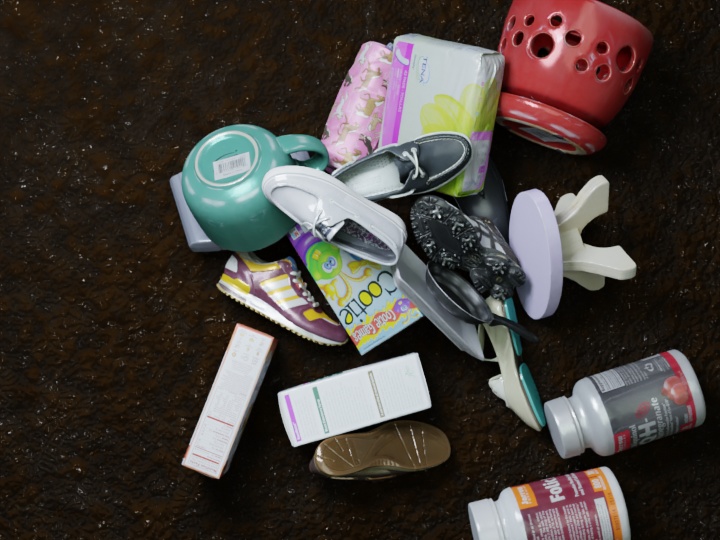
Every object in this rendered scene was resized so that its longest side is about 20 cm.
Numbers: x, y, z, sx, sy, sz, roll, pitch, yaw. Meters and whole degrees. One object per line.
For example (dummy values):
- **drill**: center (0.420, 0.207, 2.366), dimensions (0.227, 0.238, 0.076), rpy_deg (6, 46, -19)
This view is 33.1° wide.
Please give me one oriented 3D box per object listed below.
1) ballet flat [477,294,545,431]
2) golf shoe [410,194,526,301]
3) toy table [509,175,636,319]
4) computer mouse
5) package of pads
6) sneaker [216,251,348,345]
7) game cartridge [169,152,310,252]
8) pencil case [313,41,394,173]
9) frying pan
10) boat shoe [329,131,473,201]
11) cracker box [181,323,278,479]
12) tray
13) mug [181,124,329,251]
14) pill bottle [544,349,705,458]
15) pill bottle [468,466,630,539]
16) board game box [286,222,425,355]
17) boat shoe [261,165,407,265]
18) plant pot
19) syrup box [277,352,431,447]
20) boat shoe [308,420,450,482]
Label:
- **ballet flat**: center (0.203, 0.131, 1.692), dimensions (0.069, 0.069, 0.200), rpy_deg (-14, 83, -2)
- **golf shoe**: center (0.141, -0.043, 1.649), dimensions (0.078, 0.095, 0.200), rpy_deg (-37, 117, 23)
- **toy table**: center (0.281, -0.034, 1.657), dimensions (0.117, 0.200, 0.184), rpy_deg (-16, 52, -13)
- **computer mouse**: center (0.137, -0.117, 1.715), dimensions (0.140, 0.046, 0.200), rpy_deg (-12, 85, -2)
- **package of pads**: center (0.107, -0.209, 1.634), dimensions (0.154, 0.068, 0.200), rpy_deg (19, 109, 35)
- **sneaker**: center (-0.096, 0.032, 1.683), dimensions (0.200, 0.075, 0.090), rpy_deg (27, 90, 0)
- **game cartridge**: center (-0.156, -0.103, 1.693), dimensions (0.200, 0.041, 0.133), rpy_deg (-20, 69, -3)
- **pencil case**: center (0.006, -0.221, 1.705), dimensions (0.083, 0.087, 0.200), rpy_deg (26, 84, -29)
- **frying pan**: center (0.154, 0.043, 1.635), dimensions (0.031, 0.190, 0.115), rpy_deg (-48, 45, 18)
- **boat shoe**: center (0.050, -0.127, 1.566), dimensions (0.200, 0.060, 0.076), rpy_deg (-23, 90, 8)
- **cracker box**: center (-0.173, 0.176, 1.639), dimensions (0.058, 0.134, 0.200), rpy_deg (22, 85, 0)
- **tray**: center (0.096, 0.039, 1.631), dimensions (0.022, 0.107, 0.200), rpy_deg (-33, 126, 19)
- **mug**: center (-0.151, -0.130, 1.611), dimensions (0.152, 0.114, 0.185), rpy_deg (25, 70, 26)
- **pill bottle**: center (0.359, 0.189, 1.660), dimensions (0.200, 0.111, 0.111), rpy_deg (-18, 85, -2)
- **pill bottle**: center (0.254, 0.341, 1.643), dimensions (0.200, 0.114, 0.114), rpy_deg (-12, 85, -3)
- **board game box**: center (0.000, 0.000, 1.662), dimensions (0.103, 0.105, 0.200), rpy_deg (-34, 86, 14)
- **boat shoe**: center (-0.034, -0.063, 1.530), dimensions (0.200, 0.069, 0.072), rpy_deg (30, 125, -16)
- **plant pot**: center (0.274, -0.268, 1.657), dimensions (0.200, 0.200, 0.183), rpy_deg (23, 89, 1)
- **syrup box**: center (-0.009, 0.177, 1.669), dimensions (0.200, 0.079, 0.082), rpy_deg (-15, 86, -2)
- **boat shoe**: center (0.025, 0.256, 1.672), dimensions (0.200, 0.072, 0.072), rpy_deg (-7, 67, -22)
